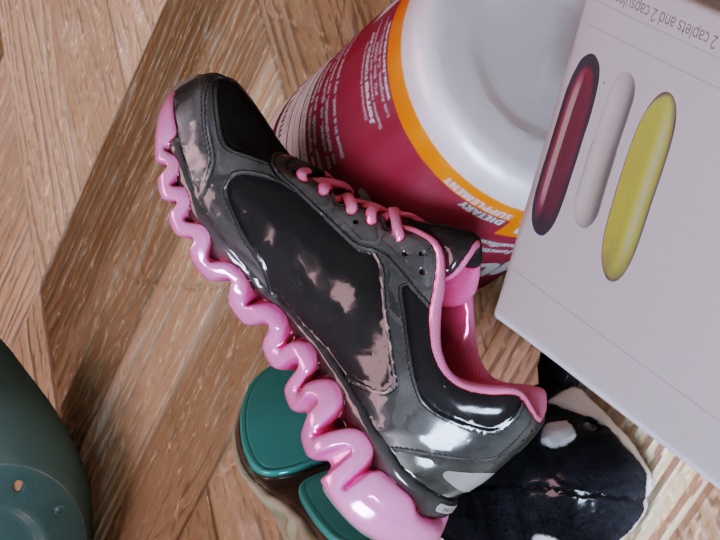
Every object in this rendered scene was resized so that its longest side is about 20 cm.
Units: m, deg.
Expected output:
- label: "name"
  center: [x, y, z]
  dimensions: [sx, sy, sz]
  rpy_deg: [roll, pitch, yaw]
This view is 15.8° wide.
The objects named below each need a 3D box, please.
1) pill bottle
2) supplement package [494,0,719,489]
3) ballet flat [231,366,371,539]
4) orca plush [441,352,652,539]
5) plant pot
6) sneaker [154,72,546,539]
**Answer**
- label: "pill bottle"
  center: [0.028, -0.046, 1.044]
  dimensions: [0.200, 0.113, 0.113]
  rpy_deg: [143, 133, -58]
- label: "supplement package"
  center: [0.153, 0.004, 0.685]
  dimensions: [0.200, 0.155, 0.111]
  rpy_deg: [39, 116, 63]
- label: "ballet flat"
  center: [-0.013, 0.105, 1.131]
  dimensions: [0.200, 0.069, 0.070]
  rpy_deg: [-118, 44, -65]
- label: "orca plush"
  center: [0.037, 0.065, 1.026]
  dimensions: [0.200, 0.071, 0.105]
  rpy_deg: [-132, 57, -61]
- label: "plant pot"
  center: [-0.246, 0.139, 1.497]
  dimensions: [0.161, 0.200, 0.201]
  rpy_deg: [33, 111, 53]
- label: "sneaker"
  center: [0.000, 0.000, 0.968]
  dimensions: [0.095, 0.079, 0.200]
  rpy_deg: [-37, 76, 22]
